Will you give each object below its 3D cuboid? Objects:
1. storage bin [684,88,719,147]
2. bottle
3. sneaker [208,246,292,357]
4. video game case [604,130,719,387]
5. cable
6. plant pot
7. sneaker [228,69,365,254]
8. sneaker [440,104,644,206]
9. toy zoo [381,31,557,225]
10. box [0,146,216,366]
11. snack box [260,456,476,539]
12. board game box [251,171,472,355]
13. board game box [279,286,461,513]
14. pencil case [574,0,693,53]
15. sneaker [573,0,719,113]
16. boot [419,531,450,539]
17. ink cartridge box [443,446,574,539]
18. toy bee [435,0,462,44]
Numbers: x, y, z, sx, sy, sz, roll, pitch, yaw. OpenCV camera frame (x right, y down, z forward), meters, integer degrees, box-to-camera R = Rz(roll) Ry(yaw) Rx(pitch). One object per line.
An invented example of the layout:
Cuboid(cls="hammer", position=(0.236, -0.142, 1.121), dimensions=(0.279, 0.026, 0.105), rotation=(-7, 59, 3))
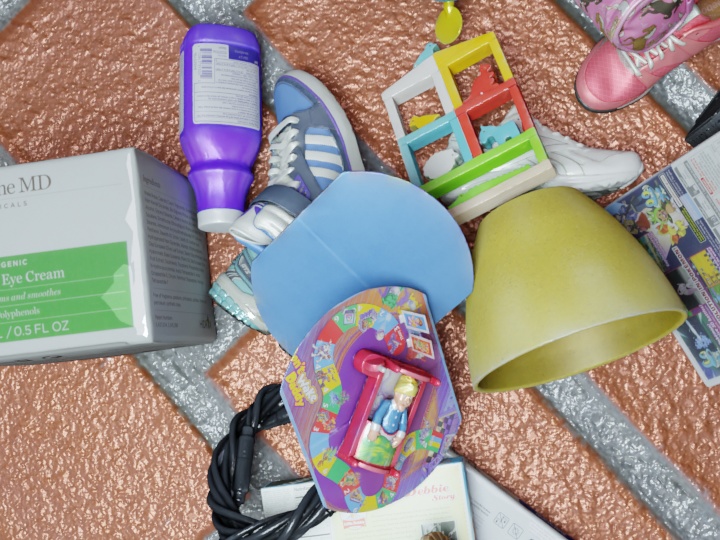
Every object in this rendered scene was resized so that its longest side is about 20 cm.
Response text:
Cuboid(cls="storage bin", position=(0.403, -0.181, 0.818), dimensions=(0.093, 0.135, 0.201), rotation=(37, 92, 7))
Cuboid(cls="bottle", position=(-0.140, -0.141, 0.901), dimensions=(0.082, 0.065, 0.204), rotation=(2, 80, -24))
Cuboid(cls="sneaker", position=(-0.053, 0.043, 0.892), dimensions=(0.198, 0.078, 0.087), rotation=(32, 88, 7))
Cuboid(cls="video game case", position=(0.330, -0.009, 0.810), dimensions=(0.023, 0.182, 0.202), rotation=(-27, 83, -34))
Cuboid(cls="cable", position=(-0.070, 0.175, 0.842), dimensions=(0.162, 0.051, 0.200), rotation=(25, 57, 37))
Cuboid(cls="plant pot", position=(0.175, 0.011, 0.820), dimensions=(0.197, 0.200, 0.144), rotation=(-19, 71, 5))
Cuboid(cls="sneaker", position=(-0.073, -0.088, 0.865), dimensions=(0.145, 0.080, 0.203), rotation=(-24, 87, -35))
Cuboid(cls="sneaker", position=(0.174, -0.115, 0.874), dimensions=(0.196, 0.078, 0.101), rotation=(-2, 83, 6))
Cuboid(cls="toy zoo", position=(0.096, -0.146, 0.870), dimensions=(0.130, 0.020, 0.203), rotation=(-25, 60, 17))
Cuboid(cls="box", position=(-0.262, -0.005, 0.855), dimensions=(0.195, 0.200, 0.175), rotation=(-7, 84, 6))
Cuboid(cls="snack box", position=(0.010, 0.250, 0.853), dimensions=(0.196, 0.037, 0.119), rotation=(-9, 86, 9))
Cuboid(cls="board game box", position=(0.000, 0.000, 0.810), dimensions=(0.158, 0.039, 0.200), rotation=(42, 110, -14))
Cuboid(cls="board game box", position=(0.023, 0.118, 0.762), dimensions=(0.157, 0.039, 0.203), rotation=(-29, 114, -24))
Cuboid(cls="pencil case", position=(0.228, -0.292, 0.838), dimensions=(0.087, 0.082, 0.202), rotation=(-53, 48, 39))
Cuboid(cls="sneaker", position=(0.291, -0.229, 0.859), dimensions=(0.199, 0.087, 0.074), rotation=(-34, 83, 4))
Cuboid(cls="boot", position=(0.062, 0.324, 0.798), dimensions=(0.105, 0.075, 0.203), rotation=(-14, 112, 16))
Cuboid(cls="ink cartridge box", position=(0.086, 0.296, 0.879), dimensions=(0.198, 0.041, 0.201), rotation=(36, 92, 8))
Cuboid(cls="toy bee", position=(0.068, -0.306, 0.894), dimensions=(0.197, 0.108, 0.133), rotation=(24, 81, -17))
